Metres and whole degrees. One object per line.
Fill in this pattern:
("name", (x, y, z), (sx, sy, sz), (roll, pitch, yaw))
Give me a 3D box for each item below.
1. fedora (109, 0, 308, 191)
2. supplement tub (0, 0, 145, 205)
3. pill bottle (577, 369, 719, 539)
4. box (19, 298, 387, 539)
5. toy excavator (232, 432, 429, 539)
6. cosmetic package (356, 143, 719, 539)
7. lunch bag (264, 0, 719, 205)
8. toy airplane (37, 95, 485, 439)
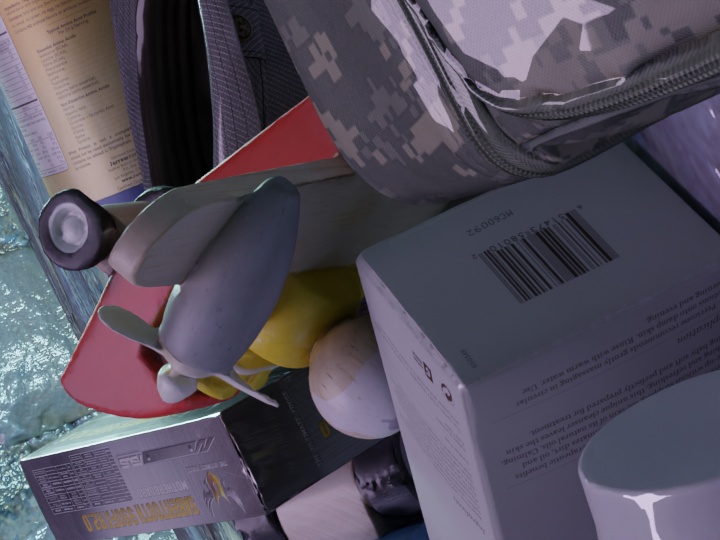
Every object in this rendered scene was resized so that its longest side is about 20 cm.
("fedora", (-0.048, -0.086, 1.001), (0.177, 0.090, 0.201), (111, 147, -54))
("supplement tub", (-0.121, -0.123, 1.155), (0.201, 0.144, 0.144), (67, 168, -8))
("pill bottle", (0.134, 0.132, 0.648), (0.201, 0.112, 0.112), (69, 167, -14))
("box", (-0.044, 0.063, 1.015), (0.200, 0.158, 0.049), (-18, 101, 55))
("toy excavator", (0.021, 0.170, 1.030), (0.201, 0.100, 0.194), (64, -151, -5))
("cosmetic package", (0.078, 0.069, 0.776), (0.085, 0.107, 0.201), (51, 160, 47))
("lunch bag", (0.047, -0.128, 0.482), (0.168, 0.139, 0.201), (-14, 101, 61))
("toy airplane", (-0.008, -0.010, 0.805), (0.142, 0.199, 0.199), (61, 161, 12))
